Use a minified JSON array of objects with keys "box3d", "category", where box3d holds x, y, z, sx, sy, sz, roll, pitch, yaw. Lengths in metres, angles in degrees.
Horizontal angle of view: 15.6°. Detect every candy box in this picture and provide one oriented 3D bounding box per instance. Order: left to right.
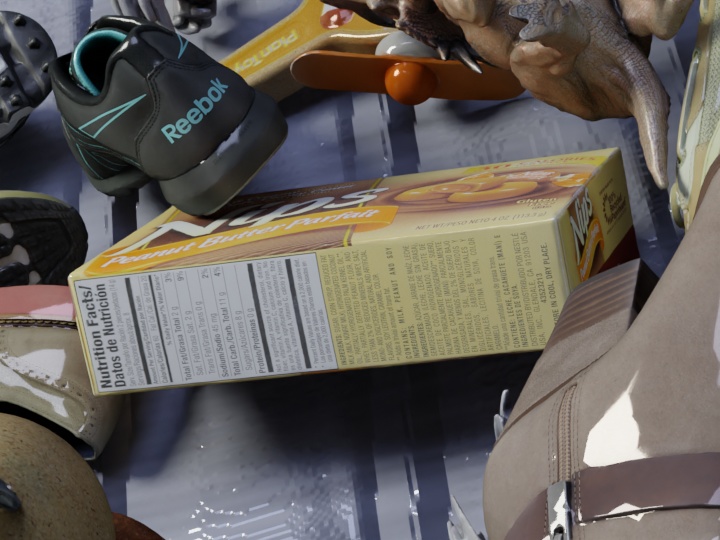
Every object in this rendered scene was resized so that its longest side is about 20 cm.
[{"box3d":[0.000,0.000,1.038,0.200,0.055,0.115,-7,13,20],"category":"candy box"}]

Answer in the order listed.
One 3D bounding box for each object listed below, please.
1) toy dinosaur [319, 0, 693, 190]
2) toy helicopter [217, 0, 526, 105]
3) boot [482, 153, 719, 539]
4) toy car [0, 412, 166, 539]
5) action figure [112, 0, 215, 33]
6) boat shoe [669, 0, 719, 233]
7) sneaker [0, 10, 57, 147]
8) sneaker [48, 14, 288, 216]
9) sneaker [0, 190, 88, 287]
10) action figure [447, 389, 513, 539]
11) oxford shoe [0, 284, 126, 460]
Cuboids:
[{"box3d":[0.072,-0.101,1.069,0.086,0.136,0.200,-38,70,-19],"category":"toy dinosaur"},{"box3d":[-0.007,-0.104,1.193,0.200,0.079,0.132,-32,49,8],"category":"toy helicopter"},{"box3d":[0.120,0.038,0.834,0.200,0.070,0.146,-35,31,37],"category":"boot"},{"box3d":[-0.137,0.113,0.904,0.164,0.200,0.158,15,54,37],"category":"toy car"},{"box3d":[-0.076,-0.183,1.248,0.069,0.130,0.200,17,38,43],"category":"action figure"},{"box3d":[0.157,-0.064,1.024,0.063,0.073,0.201,165,111,-67],"category":"boat shoe"},{"box3d":[-0.234,-0.051,1.219,0.200,0.091,0.066,-26,78,-19],"category":"sneaker"},{"box3d":[-0.093,-0.078,1.117,0.075,0.079,0.200,-50,20,-11],"category":"sneaker"},{"box3d":[-0.219,-0.001,1.173,0.200,0.077,0.089,-17,32,4],"category":"sneaker"},{"box3d":[0.105,0.074,0.934,0.200,0.069,0.130,-34,46,-6],"category":"action figure"},{"box3d":[-0.192,0.055,1.097,0.200,0.070,0.075,-9,48,18],"category":"oxford shoe"}]
